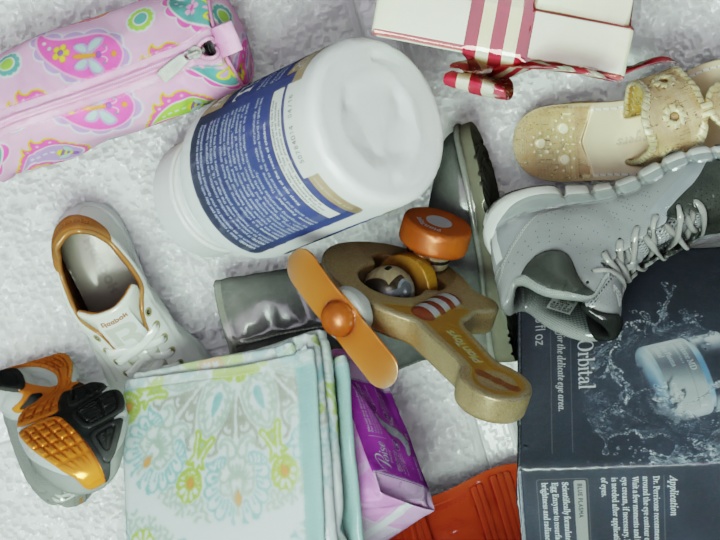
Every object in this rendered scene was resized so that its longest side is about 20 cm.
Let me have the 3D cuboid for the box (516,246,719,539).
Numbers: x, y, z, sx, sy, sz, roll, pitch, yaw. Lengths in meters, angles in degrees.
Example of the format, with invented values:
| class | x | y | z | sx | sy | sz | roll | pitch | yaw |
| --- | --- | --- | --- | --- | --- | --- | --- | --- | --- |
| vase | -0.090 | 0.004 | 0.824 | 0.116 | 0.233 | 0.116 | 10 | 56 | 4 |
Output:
| class | x | y | z | sx | sy | sz | roll | pitch | yaw |
| --- | --- | --- | --- | --- | --- | --- | --- | --- | --- |
| box | 0.200 | 0.091 | 1.681 | 0.198 | 0.197 | 0.118 | -2 | 133 | 5 |

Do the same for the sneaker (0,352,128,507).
| class | x | y | z | sx | sy | sz | roll | pitch | yaw |
| --- | --- | --- | --- | --- | --- | --- | --- | --- | --- |
| sneaker | -0.192 | 0.123 | 1.749 | 0.075 | 0.200 | 0.093 | -18 | 109 | -13 |

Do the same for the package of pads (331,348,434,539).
| class | x | y | z | sx | sy | sz | roll | pitch | yaw |
| --- | --- | --- | --- | --- | --- | --- | --- | --- | --- |
| package of pads | -0.055 | 0.154 | 1.749 | 0.200 | 0.075 | 0.121 | -37 | 56 | 25 |

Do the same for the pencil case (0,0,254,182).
| class | x | y | z | sx | sy | sz | roll | pitch | yaw |
| --- | --- | --- | --- | --- | --- | --- | --- | --- | --- |
| pencil case | -0.169 | -0.129 | 1.749 | 0.199 | 0.087 | 0.088 | -18 | 98 | 9 |

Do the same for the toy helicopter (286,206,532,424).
| class | x | y | z | sx | sy | sz | roll | pitch | yaw |
| --- | --- | --- | --- | --- | --- | --- | --- | --- | --- |
| toy helicopter | 0.036 | 0.035 | 1.632 | 0.131 | 0.200 | 0.079 | 0 | 119 | -32 |

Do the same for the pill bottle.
| class | x | y | z | sx | sy | sz | roll | pitch | yaw |
| --- | --- | --- | --- | --- | --- | --- | --- | --- | --- |
| pill bottle | -0.047 | -0.071 | 1.693 | 0.199 | 0.111 | 0.112 | -20 | 100 | 49 |

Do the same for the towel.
| class | x | y | z | sx | sy | sz | roll | pitch | yaw |
| --- | --- | --- | --- | --- | --- | --- | --- | --- | --- |
| towel | -0.078 | 0.149 | 1.687 | 0.170 | 0.048 | 0.202 | -12 | 75 | 36 |

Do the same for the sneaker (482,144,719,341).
| class | x | y | z | sx | sy | sz | roll | pitch | yaw |
| --- | --- | --- | --- | --- | --- | --- | --- | --- | --- |
| sneaker | 0.178 | -0.006 | 1.657 | 0.198 | 0.116 | 0.075 | -13 | 136 | 12 |

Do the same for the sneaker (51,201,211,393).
| class | x | y | z | sx | sy | sz | roll | pitch | yaw |
| --- | --- | --- | --- | --- | --- | --- | --- | --- | --- |
| sneaker | -0.156 | 0.052 | 1.779 | 0.073 | 0.085 | 0.201 | -31 | 97 | 8 |

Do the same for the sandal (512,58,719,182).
| class | x | y | z | sx | sy | sz | roll | pitch | yaw |
| --- | --- | --- | --- | --- | --- | --- | --- | --- | --- |
| sandal | 0.187 | -0.090 | 1.692 | 0.210 | 0.070 | 0.078 | -8 | 92 | 29 |

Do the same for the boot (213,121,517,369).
| class | x | y | z | sx | sy | sz | roll | pitch | yaw |
| --- | --- | --- | --- | --- | --- | --- | --- | --- | --- |
| boot | -0.001 | -0.001 | 1.769 | 0.198 | 0.073 | 0.183 | -5 | 100 | 13 |

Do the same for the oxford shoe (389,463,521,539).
| class | x | y | z | sx | sy | sz | roll | pitch | yaw |
| --- | --- | --- | --- | --- | --- | --- | --- | --- | --- |
| oxford shoe | 0.082 | 0.181 | 1.797 | 0.198 | 0.073 | 0.072 | -7 | 67 | -7 |

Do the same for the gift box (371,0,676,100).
| class | x | y | z | sx | sy | sz | roll | pitch | yaw |
| --- | --- | --- | --- | --- | --- | --- | --- | --- | --- |
| gift box | 0.113 | -0.203 | 1.660 | 0.198 | 0.185 | 0.188 | 13 | 99 | 7 |
